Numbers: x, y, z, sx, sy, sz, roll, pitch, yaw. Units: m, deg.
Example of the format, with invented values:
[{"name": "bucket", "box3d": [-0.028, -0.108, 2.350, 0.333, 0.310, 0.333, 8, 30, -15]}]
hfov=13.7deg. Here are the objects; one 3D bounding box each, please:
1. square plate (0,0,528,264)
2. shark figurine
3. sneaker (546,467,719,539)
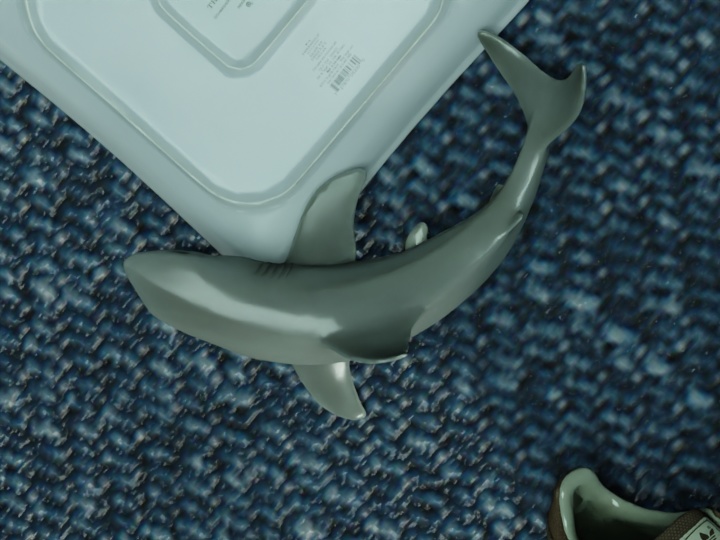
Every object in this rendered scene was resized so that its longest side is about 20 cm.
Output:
[{"name": "square plate", "box3d": [-0.051, -0.124, 1.300, 0.198, 0.028, 0.200, 41, 103, 1]}, {"name": "shark figurine", "box3d": [0.022, 0.001, 1.275, 0.214, 0.090, 0.128, -30, 113, 5]}, {"name": "sneaker", "box3d": [0.150, 0.142, 1.241, 0.200, 0.070, 0.076, 18, 136, 43]}]
